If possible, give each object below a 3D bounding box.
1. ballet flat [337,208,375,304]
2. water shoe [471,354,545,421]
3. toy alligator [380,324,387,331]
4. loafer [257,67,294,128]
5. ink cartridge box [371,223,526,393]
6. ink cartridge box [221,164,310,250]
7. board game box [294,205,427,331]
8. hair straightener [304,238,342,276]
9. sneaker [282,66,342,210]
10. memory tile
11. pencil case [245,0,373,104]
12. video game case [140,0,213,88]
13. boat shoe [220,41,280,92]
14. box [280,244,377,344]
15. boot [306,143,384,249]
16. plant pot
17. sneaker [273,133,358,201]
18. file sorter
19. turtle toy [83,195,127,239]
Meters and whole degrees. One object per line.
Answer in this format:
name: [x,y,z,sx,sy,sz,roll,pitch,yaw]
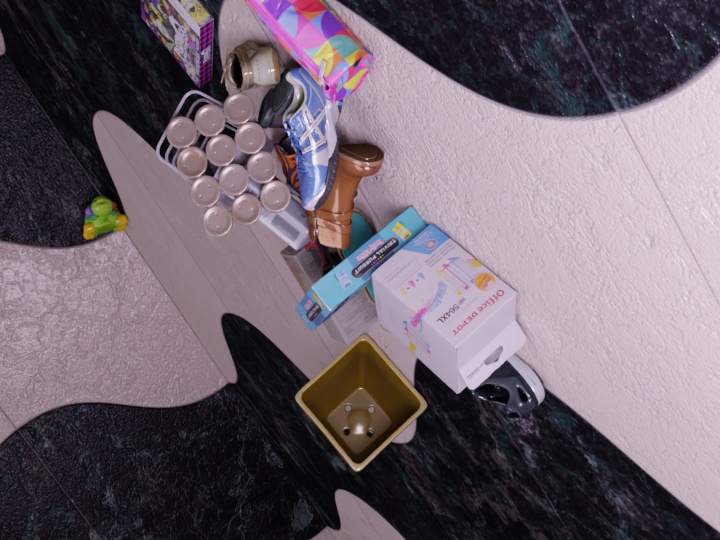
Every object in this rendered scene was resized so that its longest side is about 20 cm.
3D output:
ballet flat: [-0.002,-0.027,1.667,0.063,0.068,0.202,49,164,54]
water shoe: [0.188,0.147,1.503,0.199,0.079,0.072,36,155,39]
toy alligator: [0.072,0.077,1.684,0.060,0.054,0.200,53,161,-4]
loafer: [-0.107,-0.260,1.530,0.062,0.073,0.199,13,171,-18]
ink cartridge box: [0.130,0.060,1.416,0.199,0.128,0.126,40,157,30]
ink cartridge box: [-0.125,-0.121,1.664,0.159,0.048,0.200,37,-157,4]
board game box: [0.000,0.000,1.499,0.047,0.199,0.151,49,161,3]
hair straightener: [-0.051,-0.033,1.693,0.041,0.076,0.201,-64,33,21]
sneaker: [-0.074,-0.186,1.386,0.075,0.076,0.205,2,90,63]
memory tile: [-0.208,-0.165,1.560,0.017,0.151,0.203,86,161,-88]
pencil case: [-0.068,-0.313,1.297,0.201,0.088,0.089,50,160,11]
video game case: [-0.321,-0.439,1.726,0.182,0.036,0.200,51,161,9]
boat shoe: [-0.182,-0.316,1.542,0.199,0.062,0.075,-163,60,-66]
box: [-0.052,0.026,1.826,0.202,0.094,0.077,61,160,-19]
boot: [-0.029,-0.107,1.461,0.198,0.076,0.159,16,109,52]
plant pot: [0.001,0.288,2.026,0.196,0.193,0.201,47,166,15]
sneaker: [-0.084,-0.164,1.596,0.199,0.077,0.113,28,151,50]
file sorter: [-0.244,-0.199,1.679,0.123,0.141,0.200,28,176,8]
turtle toy: [-0.838,-0.178,3.232,0.200,0.143,0.103,144,109,-70]
